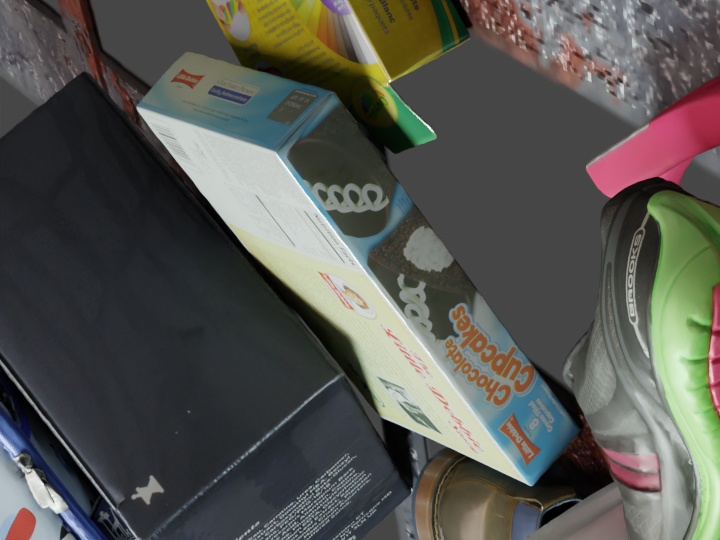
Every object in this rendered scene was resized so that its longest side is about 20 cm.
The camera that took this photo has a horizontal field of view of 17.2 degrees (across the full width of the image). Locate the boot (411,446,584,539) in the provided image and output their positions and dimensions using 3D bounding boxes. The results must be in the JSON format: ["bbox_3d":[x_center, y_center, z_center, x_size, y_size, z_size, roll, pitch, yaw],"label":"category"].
[{"bbox_3d":[0.088,0.174,1.037,0.097,0.074,0.201,0,115,66],"label":"boot"}]

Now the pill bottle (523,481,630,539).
[{"bbox_3d":[0.134,0.180,0.910,0.201,0.112,0.112,59,156,2],"label":"pill bottle"}]

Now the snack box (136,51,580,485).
[{"bbox_3d":[0.000,0.000,0.989,0.116,0.037,0.200,21,153,54],"label":"snack box"}]

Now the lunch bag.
[{"bbox_3d":[-0.183,0.081,1.129,0.161,0.075,0.200,57,173,-32],"label":"lunch bag"}]

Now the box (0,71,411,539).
[{"bbox_3d":[-0.090,0.045,1.115,0.197,0.117,0.200,49,175,22],"label":"box"}]

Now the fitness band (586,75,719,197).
[{"bbox_3d":[0.146,0.003,0.788,0.144,0.037,0.200,57,157,-2],"label":"fitness band"}]

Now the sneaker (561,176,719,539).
[{"bbox_3d":[0.112,0.051,0.795,0.084,0.076,0.201,50,152,45],"label":"sneaker"}]

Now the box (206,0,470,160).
[{"bbox_3d":[-0.029,-0.136,0.950,0.201,0.048,0.117,64,155,-5],"label":"box"}]
